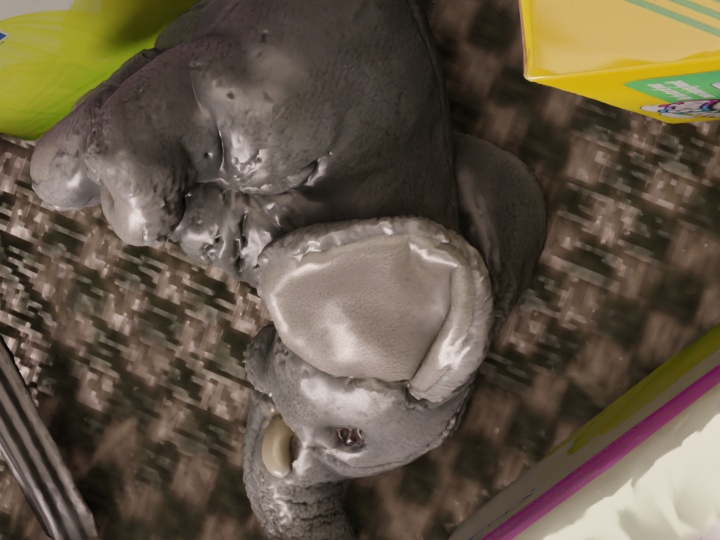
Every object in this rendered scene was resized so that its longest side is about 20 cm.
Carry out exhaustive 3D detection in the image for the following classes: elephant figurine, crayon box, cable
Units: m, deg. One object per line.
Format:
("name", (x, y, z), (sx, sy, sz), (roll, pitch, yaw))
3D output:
("elephant figurine", (0.000, 0.000, 0.772), (0.141, 0.155, 0.200), (-43, 102, -28))
("crayon box", (0.150, -0.083, 0.676), (0.171, 0.200, 0.059), (-4, 88, 18))
("cable", (-0.136, 0.001, 0.820), (0.050, 0.097, 0.201), (-32, 87, -17))

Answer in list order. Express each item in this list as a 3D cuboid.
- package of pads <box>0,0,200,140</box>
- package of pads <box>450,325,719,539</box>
("package of pads", (-0.084, -0.132, 0.767), (0.199, 0.154, 0.068), (-36, 72, 13))
("package of pads", (0.106, 0.066, 0.710), (0.199, 0.154, 0.068), (-36, 88, 12))
